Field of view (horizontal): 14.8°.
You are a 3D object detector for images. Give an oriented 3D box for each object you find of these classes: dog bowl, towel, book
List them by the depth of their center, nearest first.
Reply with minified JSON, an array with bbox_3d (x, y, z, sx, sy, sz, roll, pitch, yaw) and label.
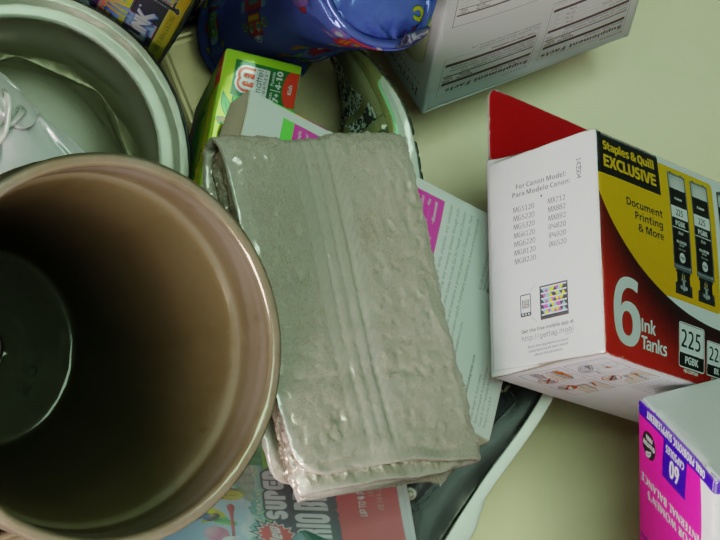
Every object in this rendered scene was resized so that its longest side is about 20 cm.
[{"bbox_3d":[-0.010,0.022,1.498,0.132,0.034,0.201,-4,77,-38],"label":"towel"},{"bbox_3d":[0.000,0.000,1.556,0.199,0.048,0.134,27,62,-22],"label":"book"},{"bbox_3d":[-0.201,-0.058,1.602,0.199,0.074,0.201,4,74,-13],"label":"dog bowl"}]

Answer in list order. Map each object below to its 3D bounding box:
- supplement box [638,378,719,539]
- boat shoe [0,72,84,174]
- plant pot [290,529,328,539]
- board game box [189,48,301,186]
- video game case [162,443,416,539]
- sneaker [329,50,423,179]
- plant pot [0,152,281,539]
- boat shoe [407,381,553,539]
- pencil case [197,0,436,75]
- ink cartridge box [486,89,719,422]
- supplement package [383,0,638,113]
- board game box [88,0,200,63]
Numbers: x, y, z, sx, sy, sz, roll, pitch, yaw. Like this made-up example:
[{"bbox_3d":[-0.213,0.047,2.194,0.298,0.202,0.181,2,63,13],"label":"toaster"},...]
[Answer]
[{"bbox_3d":[0.222,0.169,1.570,0.103,0.101,0.201,-13,118,-16],"label":"supplement box"},{"bbox_3d":[-0.217,-0.080,1.530,0.200,0.065,0.074,33,69,-3],"label":"boat shoe"},{"bbox_3d":[-0.025,0.248,1.427,0.141,0.141,0.201,26,91,-15],"label":"plant pot"},{"bbox_3d":[-0.083,-0.015,1.602,0.047,0.102,0.201,13,71,-10],"label":"board game box"},{"bbox_3d":[-0.071,0.130,1.529,0.199,0.018,0.143,2,30,-7],"label":"video game case"},{"bbox_3d":[-0.007,-0.038,1.648,0.088,0.077,0.201,-9,74,-7],"label":"sneaker"},{"bbox_3d":[-0.169,0.042,1.447,0.199,0.173,0.201,1,89,-30],"label":"plant pot"},{"bbox_3d":[0.058,0.098,1.623,0.060,0.074,0.200,33,77,-7],"label":"boat shoe"},{"bbox_3d":[-0.024,-0.154,1.609,0.086,0.200,0.078,-1,86,-25],"label":"pencil case"},{"bbox_3d":[0.164,-0.010,1.619,0.200,0.084,0.176,18,65,-48],"label":"ink cartridge box"},{"bbox_3d":[0.077,-0.228,1.633,0.150,0.200,0.152,-22,63,-19],"label":"supplement package"},{"bbox_3d":[-0.088,-0.217,1.608,0.057,0.200,0.166,33,69,-4],"label":"board game box"}]
